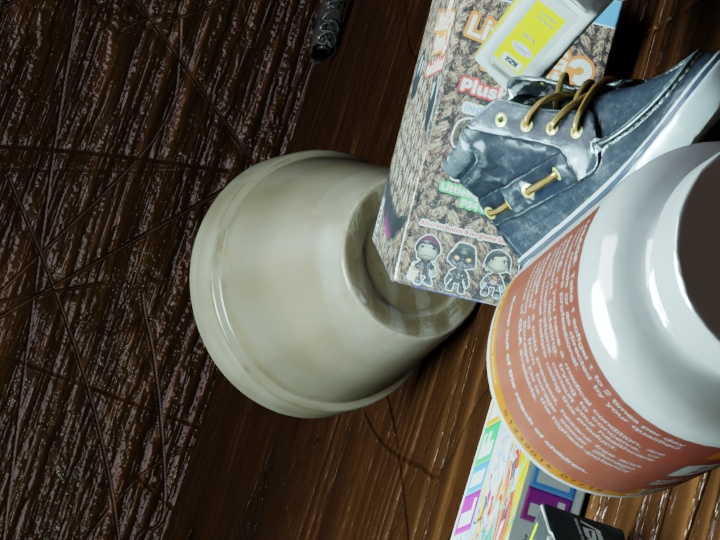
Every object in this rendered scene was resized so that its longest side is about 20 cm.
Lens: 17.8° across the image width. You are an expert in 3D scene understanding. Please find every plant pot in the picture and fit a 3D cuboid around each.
[{"bbox_3d":[0.000,0.000,1.661,0.173,0.199,0.201,-16,52,61],"label":"plant pot"}]

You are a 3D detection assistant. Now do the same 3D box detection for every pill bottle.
[{"bbox_3d":[0.124,0.018,0.861,0.200,0.112,0.113,132,157,-72],"label":"pill bottle"}]

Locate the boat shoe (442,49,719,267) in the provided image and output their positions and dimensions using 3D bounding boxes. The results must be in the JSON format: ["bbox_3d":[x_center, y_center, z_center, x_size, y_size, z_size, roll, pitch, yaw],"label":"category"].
[{"bbox_3d":[0.111,-0.071,1.153,0.071,0.091,0.200,-44,-2,-37],"label":"boat shoe"}]

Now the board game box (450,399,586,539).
[{"bbox_3d":[0.089,0.102,1.206,0.134,0.034,0.201,130,158,-71],"label":"board game box"}]

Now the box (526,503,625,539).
[{"bbox_3d":[0.070,0.222,0.994,0.160,0.044,0.201,-98,29,-76],"label":"box"}]

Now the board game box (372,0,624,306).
[{"bbox_3d":[0.083,-0.090,1.446,0.159,0.096,0.201,-116,40,-80],"label":"board game box"}]

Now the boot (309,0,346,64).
[{"bbox_3d":[-0.033,-0.414,3.469,0.200,0.069,0.175,118,164,-71],"label":"boot"}]

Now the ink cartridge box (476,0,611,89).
[{"bbox_3d":[0.143,-0.186,1.235,0.198,0.047,0.200,-51,3,-16],"label":"ink cartridge box"}]
